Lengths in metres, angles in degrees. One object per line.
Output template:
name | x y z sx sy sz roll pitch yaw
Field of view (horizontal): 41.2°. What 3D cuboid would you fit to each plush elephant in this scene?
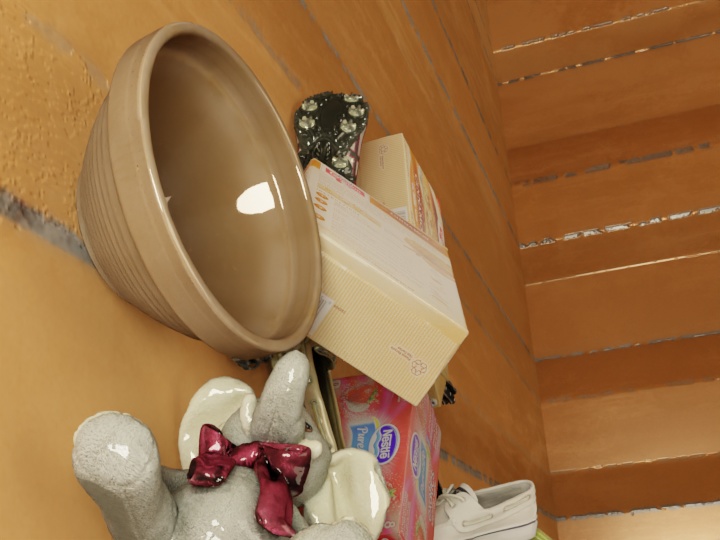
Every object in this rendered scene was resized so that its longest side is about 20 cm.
plush elephant | -0.062 0.124 0.569 0.202 0.162 0.156 104 7 -48

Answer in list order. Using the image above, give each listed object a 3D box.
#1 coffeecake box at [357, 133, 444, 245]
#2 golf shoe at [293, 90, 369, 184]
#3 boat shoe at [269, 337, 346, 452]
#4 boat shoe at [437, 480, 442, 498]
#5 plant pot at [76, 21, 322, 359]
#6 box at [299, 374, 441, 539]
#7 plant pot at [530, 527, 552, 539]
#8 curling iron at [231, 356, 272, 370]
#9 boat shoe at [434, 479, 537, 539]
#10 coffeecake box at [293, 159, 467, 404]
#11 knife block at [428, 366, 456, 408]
coffeecake box | 0.054 -0.055 1.232 0.200 0.072 0.157 49 33 -63
golf shoe | -0.035 -0.110 0.988 0.202 0.075 0.089 -80 174 -46
boat shoe | -0.039 0.097 0.826 0.073 0.061 0.204 44 38 -63
boat shoe | 0.052 0.207 1.088 0.074 0.062 0.205 -65 141 -60
plant pot | -0.108 -0.038 0.588 0.202 0.091 0.204 53 27 -43
box | 0.013 0.195 0.880 0.202 0.101 0.096 -77 152 -52
plant pot | 0.134 0.404 1.067 0.184 0.197 0.205 -21 101 -63
curling iron | -0.104 -0.013 0.727 0.050 0.025 0.204 -70 147 -66
boat shoe | 0.111 0.268 1.052 0.072 0.196 0.067 -161 -109 -68
coffeecake box | 0.000 0.000 0.789 0.152 0.074 0.200 33 16 -10
knife block | 0.072 0.093 1.223 0.176 0.063 0.203 -67 144 -64
